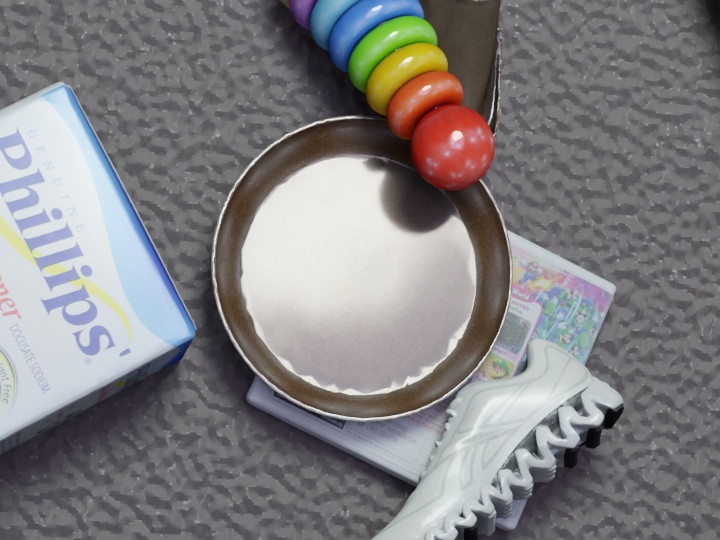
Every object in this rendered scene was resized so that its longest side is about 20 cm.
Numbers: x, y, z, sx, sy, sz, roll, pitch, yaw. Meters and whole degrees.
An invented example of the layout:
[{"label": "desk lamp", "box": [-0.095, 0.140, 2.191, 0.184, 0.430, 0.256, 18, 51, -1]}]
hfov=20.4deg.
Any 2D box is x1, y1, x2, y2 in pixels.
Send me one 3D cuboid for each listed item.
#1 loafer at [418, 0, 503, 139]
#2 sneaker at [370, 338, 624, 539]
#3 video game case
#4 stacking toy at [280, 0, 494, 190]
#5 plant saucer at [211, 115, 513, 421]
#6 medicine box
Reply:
[{"label": "loafer", "box": [0.060, -0.166, 1.353, 0.072, 0.071, 0.202, -2, 81, -11]}, {"label": "sneaker", "box": [0.074, 0.123, 1.288, 0.199, 0.075, 0.081, -37, 74, -16]}, {"label": "video game case", "box": [0.049, 0.049, 1.339, 0.199, 0.024, 0.183, 26, 76, -4]}, {"label": "stacking toy", "box": [0.021, -0.134, 1.305, 0.085, 0.086, 0.201, -24, 66, -14]}, {"label": "plant saucer", "box": [0.000, 0.000, 1.311, 0.198, 0.032, 0.202, 2, 79, -9]}, {"label": "medicine box", "box": [-0.232, 0.013, 1.251, 0.199, 0.103, 0.183, -28, 86, -13]}]
